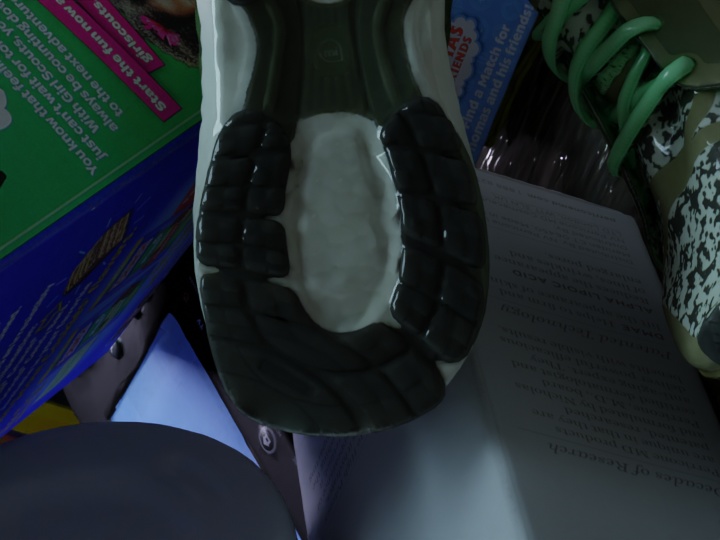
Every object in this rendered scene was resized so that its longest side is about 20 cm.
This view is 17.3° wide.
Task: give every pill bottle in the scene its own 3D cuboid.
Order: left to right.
[{"bbox_3d":[-0.060,0.153,0.648,0.120,0.119,0.200,-99,-2,-57],"label":"pill bottle"}]

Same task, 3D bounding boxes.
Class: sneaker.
[{"bbox_3d":[-0.009,-0.060,0.562,0.089,0.077,0.201,111,162,-82],"label":"sneaker"},{"bbox_3d":[0.066,-0.056,0.576,0.200,0.088,0.077,-91,22,-45],"label":"sneaker"}]

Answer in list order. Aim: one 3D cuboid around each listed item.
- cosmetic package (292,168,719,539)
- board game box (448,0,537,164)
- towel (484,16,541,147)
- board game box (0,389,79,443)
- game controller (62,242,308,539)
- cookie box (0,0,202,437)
[{"bbox_3d":[0.039,0.064,0.589,0.200,0.074,0.102,-103,32,-57],"label":"cosmetic package"},{"bbox_3d":[0.028,-0.125,0.821,0.200,0.037,0.152,-137,69,-73],"label":"board game box"},{"bbox_3d":[0.047,-0.127,0.857,0.086,0.018,0.200,-60,19,27],"label":"towel"},{"bbox_3d":[-0.105,-0.003,0.914,0.057,0.200,0.166,-24,52,58],"label":"board game box"},{"bbox_3d":[-0.036,0.072,0.728,0.200,0.042,0.104,58,150,21],"label":"game controller"},{"bbox_3d":[-0.113,-0.002,0.614,0.200,0.075,0.171,-41,-6,-47],"label":"cookie box"}]
